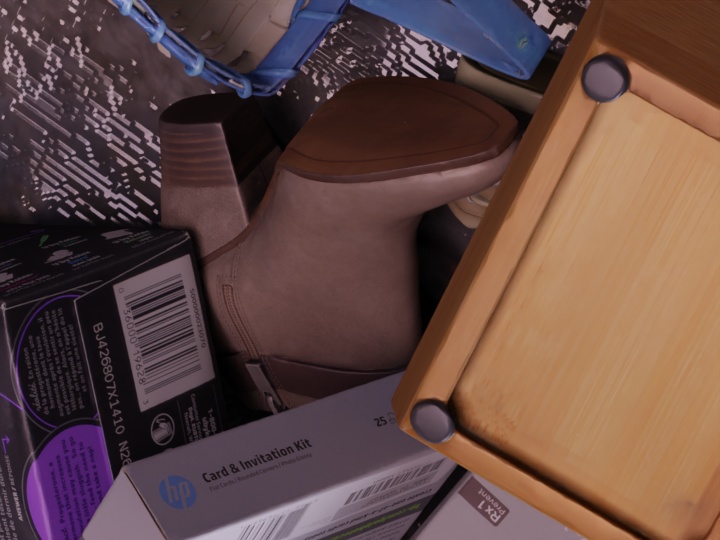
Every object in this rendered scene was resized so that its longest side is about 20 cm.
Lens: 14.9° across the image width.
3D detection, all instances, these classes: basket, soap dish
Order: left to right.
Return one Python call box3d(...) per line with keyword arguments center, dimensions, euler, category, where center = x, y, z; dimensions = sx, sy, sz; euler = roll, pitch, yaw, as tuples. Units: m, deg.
box3d(center=(-0.038, -0.142, 1.021), dimensions=(0.200, 0.176, 0.139), euler=(32, 85, 33), category="basket")
box3d(center=(0.112, 0.011, 0.980), dimensions=(0.157, 0.081, 0.200), euler=(30, 113, 10), category="soap dish")

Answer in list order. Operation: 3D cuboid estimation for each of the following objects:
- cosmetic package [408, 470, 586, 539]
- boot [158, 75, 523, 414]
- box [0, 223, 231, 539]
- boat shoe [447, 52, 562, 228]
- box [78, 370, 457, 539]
box3d(center=(0.069, 0.132, 1.126), dimensions=(0.107, 0.090, 0.200), euler=(39, 114, 5), category="cosmetic package")
box3d(center=(0.000, 0.000, 1.105), dimensions=(0.200, 0.070, 0.146), euler=(8, 127, 43), category="boot")
box3d(center=(-0.162, 0.050, 1.159), dimensions=(0.200, 0.106, 0.122), euler=(3, 109, 43), category="box")
box3d(center=(0.121, -0.022, 1.064), dimensions=(0.200, 0.075, 0.068), euler=(27, 117, 26), category="boat shoe")
box3d(center=(-0.056, 0.124, 1.108), dimensions=(0.041, 0.156, 0.200), euler=(56, 141, 22), category="box")
